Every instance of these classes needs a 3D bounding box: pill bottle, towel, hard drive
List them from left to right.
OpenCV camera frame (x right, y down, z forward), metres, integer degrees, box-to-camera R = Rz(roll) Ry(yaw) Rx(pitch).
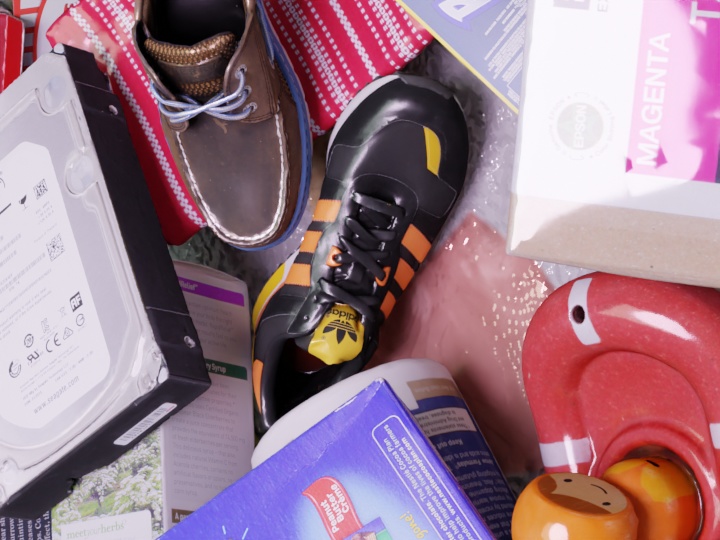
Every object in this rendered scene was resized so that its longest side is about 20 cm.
[{"bbox_3d":[-0.158,0.005,0.983,0.139,0.038,0.201,-36,59,28],"label":"hard drive"},{"bbox_3d":[-0.064,-0.121,0.978,0.200,0.022,0.145,-36,76,30],"label":"towel"},{"bbox_3d":[0.035,0.153,0.926,0.111,0.110,0.201,-45,62,39],"label":"pill bottle"}]

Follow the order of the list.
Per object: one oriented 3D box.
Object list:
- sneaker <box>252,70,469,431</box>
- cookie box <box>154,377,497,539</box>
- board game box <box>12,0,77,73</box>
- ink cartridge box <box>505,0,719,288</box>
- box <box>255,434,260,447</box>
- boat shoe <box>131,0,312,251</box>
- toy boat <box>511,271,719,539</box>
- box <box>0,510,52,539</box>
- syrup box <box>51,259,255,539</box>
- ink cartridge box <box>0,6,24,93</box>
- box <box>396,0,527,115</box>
[{"bbox_3d":[0.000,0.000,0.952,0.090,0.070,0.201,-87,20,-50],"label":"sneaker"},{"bbox_3d":[-0.021,0.175,0.832,0.199,0.075,0.172,-35,69,0],"label":"cookie box"},{"bbox_3d":[-0.122,-0.125,1.107,0.199,0.046,0.153,0,94,47],"label":"board game box"},{"bbox_3d":[0.148,-0.096,0.761,0.163,0.075,0.202,7,101,14],"label":"ink cartridge box"},{"bbox_3d":[-0.047,0.164,1.043,0.200,0.075,0.050,47,127,31],"label":"box"},{"bbox_3d":[-0.074,-0.099,0.904,0.072,0.072,0.201,-10,105,13],"label":"boat shoe"},{"bbox_3d":[0.115,0.099,0.823,0.130,0.130,0.202,-14,84,46],"label":"toy boat"},{"bbox_3d":[-0.211,0.105,1.115,0.148,0.199,0.108,0,94,46],"label":"box"},{"bbox_3d":[-0.105,0.102,0.995,0.078,0.081,0.202,-14,71,33],"label":"syrup box"},{"bbox_3d":[-0.267,-0.068,1.200,0.175,0.083,0.202,-152,65,-64],"label":"ink cartridge box"},{"bbox_3d":[0.038,-0.148,0.874,0.200,0.070,0.064,45,105,14],"label":"box"}]
